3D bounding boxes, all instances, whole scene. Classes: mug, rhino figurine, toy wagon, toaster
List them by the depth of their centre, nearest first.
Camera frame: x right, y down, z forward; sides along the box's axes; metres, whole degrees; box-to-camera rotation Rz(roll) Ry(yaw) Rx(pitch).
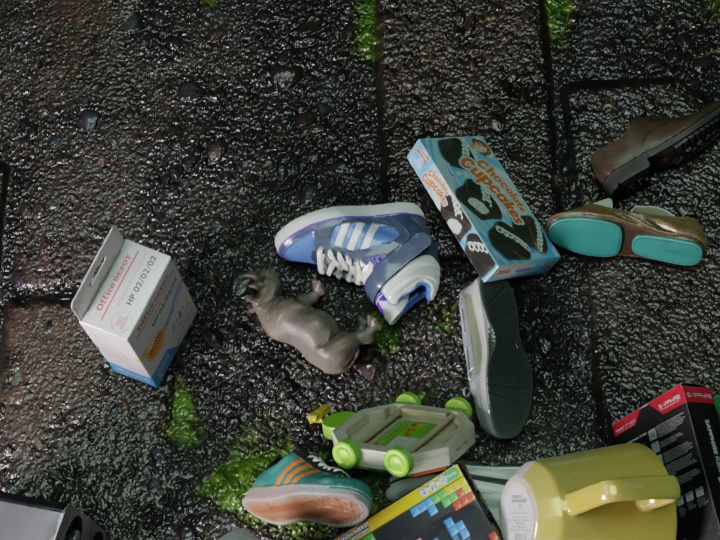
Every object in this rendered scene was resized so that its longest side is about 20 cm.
[{"bbox_3d":[0.237,0.246,1.377,0.151,0.188,0.150,3,35,-21],"label":"mug"},{"bbox_3d":[-0.397,0.311,1.442,0.197,0.181,0.120,8,67,9],"label":"toaster"},{"bbox_3d":[0.031,0.185,1.484,0.198,0.040,0.155,2,18,33],"label":"toy wagon"},{"bbox_3d":[-0.073,0.055,1.593,0.199,0.060,0.088,32,74,21],"label":"rhino figurine"}]

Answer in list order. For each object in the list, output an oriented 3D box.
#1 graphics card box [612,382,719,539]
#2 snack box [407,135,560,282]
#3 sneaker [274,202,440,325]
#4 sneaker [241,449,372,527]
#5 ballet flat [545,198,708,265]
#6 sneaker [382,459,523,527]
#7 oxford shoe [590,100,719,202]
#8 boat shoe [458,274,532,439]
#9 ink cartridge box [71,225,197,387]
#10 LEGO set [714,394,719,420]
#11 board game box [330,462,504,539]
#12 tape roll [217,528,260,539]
[{"bbox_3d":[0.352,0.241,1.424,0.050,0.125,0.202,8,59,-30],"label":"graphics card box"},{"bbox_3d":[0.152,-0.080,1.609,0.115,0.037,0.201,-7,57,-41],"label":"snack box"},{"bbox_3d":[0.000,0.000,1.597,0.197,0.081,0.148,-9,60,-4],"label":"sneaker"},{"bbox_3d":[-0.053,0.236,1.455,0.199,0.071,0.080,-10,44,47],"label":"sneaker"},{"bbox_3d":[0.328,-0.055,1.603,0.197,0.068,0.073,7,45,8],"label":"ballet flat"},{"bbox_3d":[0.123,0.279,1.459,0.197,0.076,0.117,0,63,4],"label":"sneaker"},{"bbox_3d":[0.381,-0.172,1.642,0.198,0.073,0.085,-27,62,-7],"label":"oxford shoe"},{"bbox_3d":[0.154,0.105,1.547,0.074,0.065,0.205,8,64,-33],"label":"boat shoe"},{"bbox_3d":[-0.264,0.045,1.539,0.067,0.201,0.116,19,69,14],"label":"ink cartridge box"},{"bbox_3d":[0.496,0.198,1.458,0.198,0.117,0.154,-23,35,-9],"label":"LEGO set"},{"bbox_3d":[0.066,0.332,1.411,0.199,0.057,0.167,-33,76,7],"label":"board game box"},{"bbox_3d":[-0.153,0.378,1.375,0.070,0.203,0.203,31,72,18],"label":"tape roll"}]
